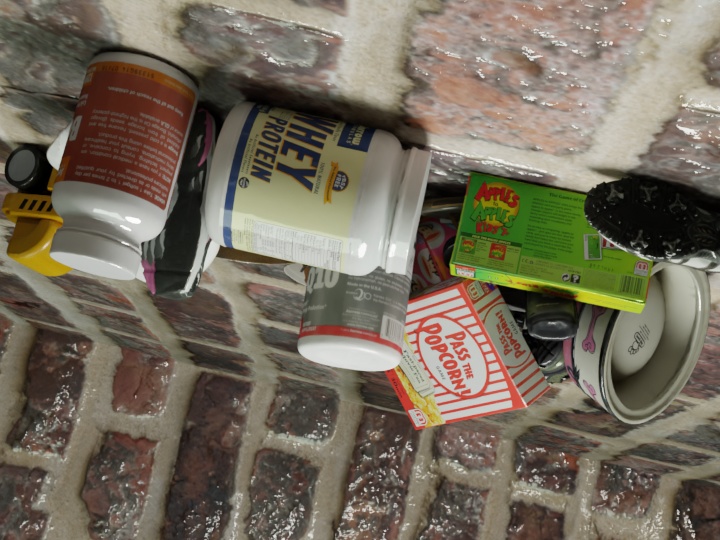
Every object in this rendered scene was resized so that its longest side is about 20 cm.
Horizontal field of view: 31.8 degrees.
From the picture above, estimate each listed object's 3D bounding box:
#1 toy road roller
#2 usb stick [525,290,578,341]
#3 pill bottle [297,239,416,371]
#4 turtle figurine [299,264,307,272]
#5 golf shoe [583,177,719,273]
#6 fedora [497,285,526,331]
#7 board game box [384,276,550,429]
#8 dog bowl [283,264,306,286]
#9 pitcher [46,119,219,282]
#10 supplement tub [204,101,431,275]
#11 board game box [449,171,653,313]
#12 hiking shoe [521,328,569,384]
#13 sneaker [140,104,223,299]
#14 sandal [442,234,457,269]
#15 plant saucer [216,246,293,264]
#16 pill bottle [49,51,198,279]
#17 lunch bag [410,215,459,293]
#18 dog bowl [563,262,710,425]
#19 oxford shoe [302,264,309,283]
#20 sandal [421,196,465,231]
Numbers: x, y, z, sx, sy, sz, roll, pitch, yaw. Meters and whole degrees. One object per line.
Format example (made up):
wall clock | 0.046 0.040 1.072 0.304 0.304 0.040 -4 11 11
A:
toy road roller | -0.364 -0.067 1.607 0.199 0.147 0.123 7 166 27
usb stick | 0.204 0.029 1.354 0.055 0.033 0.200 2 -162 7
pill bottle | 0.000 0.000 1.376 0.113 0.201 0.114 7 164 2
turtle figurine | -0.091 -0.066 1.439 0.149 0.101 0.200 34 173 -18
golf shoe | 0.307 -0.033 1.226 0.199 0.078 0.095 15 167 0
fedora | 0.227 0.029 1.537 0.176 0.091 0.200 16 170 -8
board game box | 0.100 0.090 1.409 0.046 0.152 0.200 -32 -175 -37
dog bowl | -0.001 -0.005 1.698 0.199 0.059 0.200 13 166 3
pitcher | -0.238 -0.075 1.428 0.200 0.121 0.171 47 -165 19
supplement tub | -0.040 -0.077 1.236 0.199 0.146 0.145 12 167 4
board game box | 0.199 -0.028 1.293 0.199 0.102 0.048 12 167 8
hiking shoe | 0.206 0.111 1.530 0.100 0.076 0.200 24 166 -24
sneaker | -0.163 -0.066 1.311 0.080 0.201 0.086 11 178 35
sandal | 0.189 -0.015 1.350 0.199 0.045 0.075 -7 140 -2
plant saucer | -0.166 -0.052 1.596 0.199 0.036 0.200 11 -168 -2
pill bottle | -0.232 -0.099 1.215 0.112 0.201 0.112 12 167 3
lunch bag | 0.094 0.032 1.478 0.082 0.201 0.176 -28 -171 -31
dog bowl | 0.305 0.066 1.412 0.074 0.201 0.200 23 177 43
oxford shoe | -0.042 -0.030 1.533 0.071 0.071 0.200 33 145 16
sandal | 0.156 -0.038 1.400 0.199 0.055 0.082 18 166 -21
